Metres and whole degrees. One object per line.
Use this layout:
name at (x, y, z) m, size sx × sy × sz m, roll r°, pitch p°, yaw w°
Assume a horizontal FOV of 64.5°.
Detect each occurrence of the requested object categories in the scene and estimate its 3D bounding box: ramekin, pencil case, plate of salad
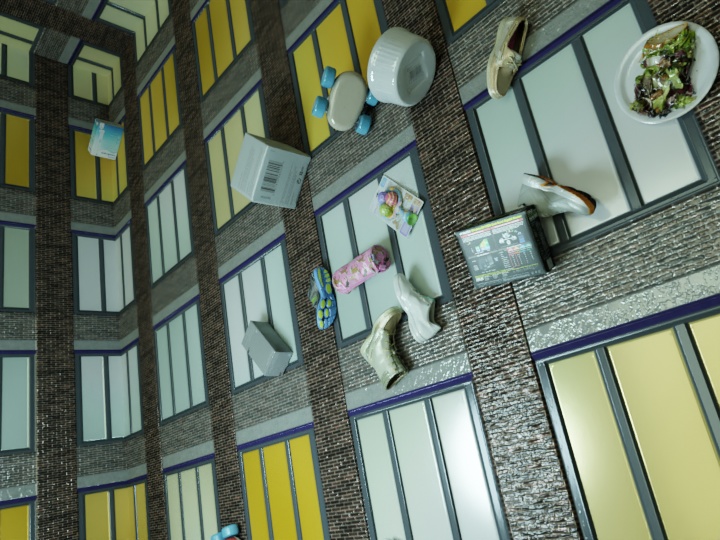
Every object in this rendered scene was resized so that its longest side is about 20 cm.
ramekin at (0.120, -0.555, 1.578) m, size 0.097 × 0.199 × 0.204 m, roll 32°, pitch 108°, yaw 35°
pencil case at (0.000, 0.000, 1.716) m, size 0.199 × 0.086 × 0.084 m, roll -32°, pitch 94°, yaw 40°
plate of salad at (0.604, -0.399, 1.144) m, size 0.198 × 0.047 × 0.205 m, roll -7°, pitch 80°, yaw 45°

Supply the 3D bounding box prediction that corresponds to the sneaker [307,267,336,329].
sneaker at (-0.128, 0.093, 1.858) m, size 0.083 × 0.070 × 0.204 m, roll -36°, pitch 58°, yaw 54°

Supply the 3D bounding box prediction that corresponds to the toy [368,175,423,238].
toy at (0.089, -0.192, 1.667) m, size 0.200 × 0.047 × 0.117 m, roll 41°, pitch 112°, yaw 41°

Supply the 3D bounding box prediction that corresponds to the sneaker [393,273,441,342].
sneaker at (0.159, 0.088, 1.553) m, size 0.088 × 0.075 × 0.203 m, roll -33°, pitch 67°, yaw 25°

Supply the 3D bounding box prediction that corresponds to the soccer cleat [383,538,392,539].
soccer cleat at (0.071, 0.833, 1.550) m, size 0.077 × 0.068 × 0.204 m, roll 16°, pitch 90°, yaw 51°

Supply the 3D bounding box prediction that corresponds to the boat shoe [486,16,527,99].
boat shoe at (0.363, -0.523, 1.398) m, size 0.069 × 0.073 × 0.205 m, roll 14°, pitch 94°, yaw 52°

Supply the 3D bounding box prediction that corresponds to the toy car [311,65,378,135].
toy car at (-0.057, -0.540, 1.815) m, size 0.200 × 0.181 × 0.180 m, roll -124°, pitch 52°, yaw -69°

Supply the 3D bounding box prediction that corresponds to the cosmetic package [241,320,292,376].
cosmetic package at (-0.335, 0.277, 2.035) m, size 0.200 × 0.089 × 0.108 m, roll 39°, pitch 110°, yaw 45°

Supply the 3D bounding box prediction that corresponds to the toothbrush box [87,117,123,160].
toothbrush box at (-1.505, -0.774, 3.372) m, size 0.085 × 0.145 × 0.203 m, roll 39°, pitch 114°, yaw 42°

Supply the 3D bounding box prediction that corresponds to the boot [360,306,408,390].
boot at (0.087, 0.217, 1.603) m, size 0.155 × 0.071 × 0.202 m, roll 54°, pitch 128°, yaw 37°

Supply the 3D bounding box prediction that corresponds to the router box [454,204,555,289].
router box at (0.335, -0.052, 1.338) m, size 0.198 × 0.062 × 0.152 m, roll -15°, pitch 100°, yaw 44°

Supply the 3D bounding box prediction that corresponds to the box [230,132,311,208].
box at (-0.317, -0.349, 2.012) m, size 0.170 × 0.198 × 0.203 m, roll 33°, pitch 109°, yaw 41°

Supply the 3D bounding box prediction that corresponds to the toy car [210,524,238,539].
toy car at (-0.532, 1.048, 2.054) m, size 0.177 × 0.198 × 0.187 m, roll -42°, pitch 57°, yaw 34°

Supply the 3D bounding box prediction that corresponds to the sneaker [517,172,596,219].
sneaker at (0.436, -0.149, 1.284) m, size 0.200 × 0.074 × 0.094 m, roll 39°, pitch 121°, yaw 50°
